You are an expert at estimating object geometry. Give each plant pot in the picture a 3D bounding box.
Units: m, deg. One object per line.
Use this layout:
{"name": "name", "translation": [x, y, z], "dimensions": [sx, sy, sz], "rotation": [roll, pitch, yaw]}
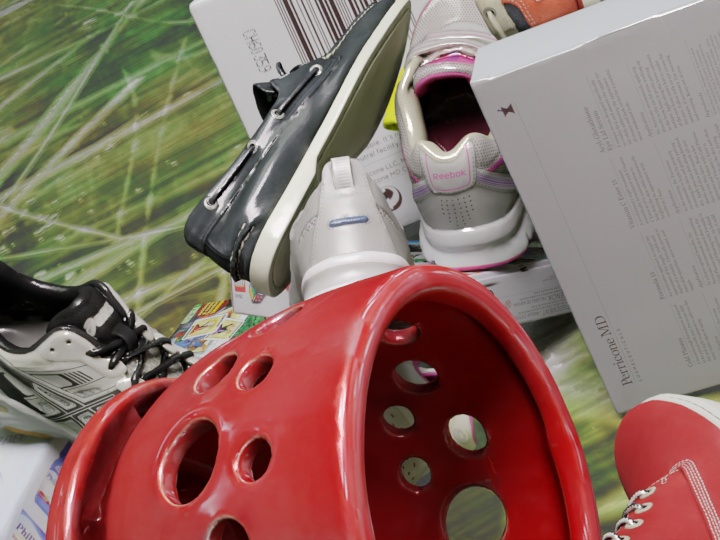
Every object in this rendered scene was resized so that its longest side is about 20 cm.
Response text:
{"name": "plant pot", "translation": [-0.020, 0.114, 0.666], "dimensions": [0.182, 0.201, 0.201], "rotation": [-16, 27, 30]}

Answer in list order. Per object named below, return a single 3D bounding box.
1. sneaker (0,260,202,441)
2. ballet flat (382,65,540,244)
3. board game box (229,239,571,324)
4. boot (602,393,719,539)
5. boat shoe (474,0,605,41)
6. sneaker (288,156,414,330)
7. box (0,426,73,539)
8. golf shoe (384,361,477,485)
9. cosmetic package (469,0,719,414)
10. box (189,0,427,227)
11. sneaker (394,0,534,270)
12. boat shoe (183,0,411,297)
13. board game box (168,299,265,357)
{"name": "sneaker", "translation": [-0.123, 0.054, 0.799], "dimensions": [0.199, 0.088, 0.076], "rotation": [15, 45, 15]}
{"name": "ballet flat", "translation": [0.084, -0.057, 0.962], "dimensions": [0.200, 0.067, 0.067], "rotation": [45, 103, 31]}
{"name": "board game box", "translation": [0.030, 0.008, 0.949], "dimensions": [0.126, 0.035, 0.200], "rotation": [-10, 10, -39]}
{"name": "boot", "translation": [0.105, 0.109, 0.630], "dimensions": [0.144, 0.073, 0.200], "rotation": [0, 23, -13]}
{"name": "boat shoe", "translation": [0.115, -0.098, 0.841], "dimensions": [0.062, 0.200, 0.071], "rotation": [-13, 55, 16]}
{"name": "sneaker", "translation": [0.000, 0.000, 0.792], "dimensions": [0.074, 0.082, 0.200], "rotation": [-3, -12, -6]}
{"name": "box", "translation": [-0.217, 0.141, 0.897], "dimensions": [0.183, 0.105, 0.200], "rotation": [-12, 37, 29]}
{"name": "golf shoe", "translation": [-0.002, 0.074, 0.894], "dimensions": [0.091, 0.076, 0.200], "rotation": [-16, 22, -16]}
{"name": "cosmetic package", "translation": [0.161, -0.039, 0.771], "dimensions": [0.150, 0.201, 0.052], "rotation": [-19, 25, 17]}
{"name": "box", "translation": [0.020, -0.141, 1.087], "dimensions": [0.198, 0.201, 0.131], "rotation": [-22, 14, 15]}
{"name": "sneaker", "translation": [0.062, -0.101, 0.893], "dimensions": [0.081, 0.088, 0.201], "rotation": [-9, 49, 8]}
{"name": "boat shoe", "translation": [-0.033, -0.078, 0.853], "dimensions": [0.066, 0.075, 0.200], "rotation": [19, 65, 14]}
{"name": "board game box", "translation": [-0.114, 0.083, 1.030], "dimensions": [0.104, 0.024, 0.200], "rotation": [-7, 32, 35]}
